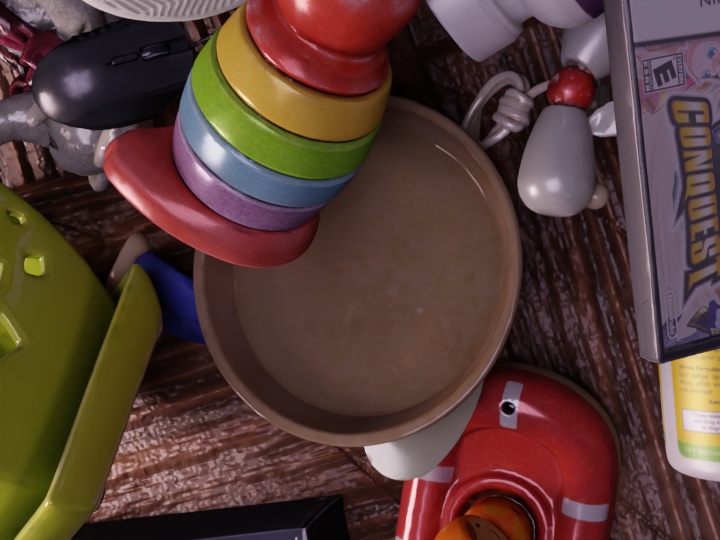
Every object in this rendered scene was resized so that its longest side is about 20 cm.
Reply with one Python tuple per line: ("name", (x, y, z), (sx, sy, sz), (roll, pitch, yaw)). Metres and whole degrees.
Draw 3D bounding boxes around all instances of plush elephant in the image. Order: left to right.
("plush elephant", (-0.183, -0.122, 1.489), (0.199, 0.165, 0.155), (-1, 75, -6))

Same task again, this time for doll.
("doll", (-0.058, 0.041, 1.519), (0.199, 0.137, 0.049), (24, 65, 16))

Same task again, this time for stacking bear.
("stacking bear", (-0.034, -0.107, 1.317), (0.114, 0.121, 0.200), (45, 130, 16))

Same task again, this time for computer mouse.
("computer mouse", (-0.089, -0.130, 1.404), (0.199, 0.034, 0.059), (-22, 85, -7))

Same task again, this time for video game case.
("video game case", (0.221, -0.067, 1.330), (0.180, 0.025, 0.201), (-13, 104, -23))

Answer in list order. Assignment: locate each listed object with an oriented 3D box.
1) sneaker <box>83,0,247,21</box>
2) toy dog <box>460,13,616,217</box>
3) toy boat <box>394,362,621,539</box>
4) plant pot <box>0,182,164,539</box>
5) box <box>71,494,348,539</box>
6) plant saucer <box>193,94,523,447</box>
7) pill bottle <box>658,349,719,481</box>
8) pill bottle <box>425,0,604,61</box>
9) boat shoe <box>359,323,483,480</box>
("sneaker", (-0.070, -0.186, 1.376), (0.199, 0.085, 0.075), (-10, 108, -10))
("toy dog", (0.153, -0.120, 1.409), (0.096, 0.132, 0.200), (25, 97, -26))
("toy boat", (0.078, 0.157, 1.483), (0.130, 0.131, 0.201), (12, 105, 14))
("plant pot", (-0.237, 0.075, 1.494), (0.181, 0.200, 0.199), (24, 146, -12))
("box", (-0.102, 0.228, 1.584), (0.199, 0.079, 0.142), (-9, 96, 19))
("plant saucer", (0.000, 0.000, 1.417), (0.199, 0.029, 0.201), (-2, 84, 21))
("pill bottle", (0.222, 0.011, 1.419), (0.111, 0.111, 0.201), (-3, 101, 18))
("pill bottle", (0.122, -0.198, 1.314), (0.200, 0.112, 0.112), (-33, 91, 15))
("boat shoe", (0.039, 0.027, 1.465), (0.071, 0.063, 0.201), (11, 78, -8))
